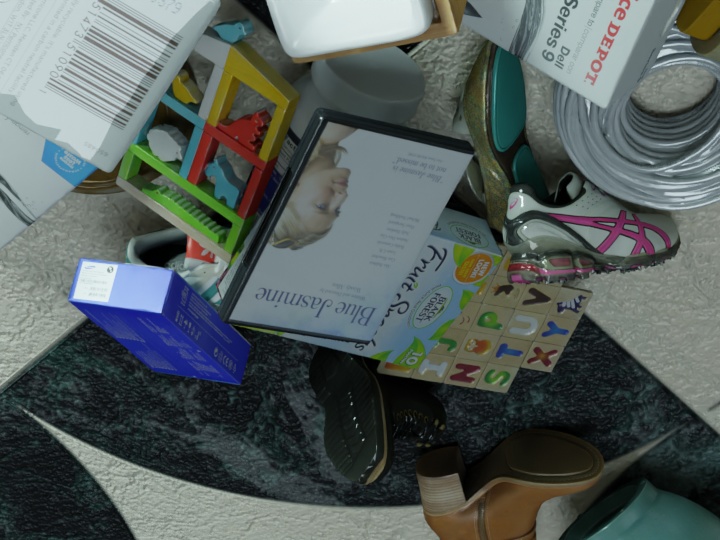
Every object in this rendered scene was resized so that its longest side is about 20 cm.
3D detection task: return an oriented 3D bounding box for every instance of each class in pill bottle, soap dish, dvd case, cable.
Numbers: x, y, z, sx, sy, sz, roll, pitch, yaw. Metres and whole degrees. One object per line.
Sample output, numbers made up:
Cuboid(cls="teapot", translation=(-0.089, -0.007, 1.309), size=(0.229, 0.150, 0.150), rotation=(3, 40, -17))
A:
Cuboid(cls="pill bottle", translation=(-0.025, -0.095, 1.426), size=(0.115, 0.116, 0.201), rotation=(19, 127, -12))
Cuboid(cls="soap dish", translation=(-0.010, -0.265, 1.256), size=(0.156, 0.081, 0.202), rotation=(-4, 110, 38))
Cuboid(cls="dvd case", translation=(-0.013, -0.029, 1.322), size=(0.142, 0.018, 0.201), rotation=(9, 124, -31))
Cuboid(cls="cable", translation=(0.259, -0.145, 1.404), size=(0.198, 0.070, 0.201), rotation=(6, 129, -3))

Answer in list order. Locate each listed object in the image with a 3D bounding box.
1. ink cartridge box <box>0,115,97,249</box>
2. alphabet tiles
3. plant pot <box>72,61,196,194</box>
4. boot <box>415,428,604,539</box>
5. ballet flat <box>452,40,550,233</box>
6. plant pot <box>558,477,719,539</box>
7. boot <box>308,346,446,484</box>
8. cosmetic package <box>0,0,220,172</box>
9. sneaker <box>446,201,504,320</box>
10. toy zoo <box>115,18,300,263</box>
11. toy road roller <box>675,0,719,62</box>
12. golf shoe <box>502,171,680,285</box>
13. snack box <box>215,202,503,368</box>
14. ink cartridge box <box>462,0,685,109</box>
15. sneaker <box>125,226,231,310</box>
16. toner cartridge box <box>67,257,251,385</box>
Cuboid(cls="ink cartridge box", translation=(-0.319, -0.090, 1.440), size=(0.199, 0.068, 0.116), rotation=(-36, 119, 27))
Cuboid(cls="alphabet tiles", translation=(0.103, 0.041, 1.519), size=(0.198, 0.006, 0.167), rotation=(10, 128, -19))
Cuboid(cls="plant pot", translation=(-0.239, -0.142, 1.456), size=(0.198, 0.028, 0.201), rotation=(2, 129, 2))
Cuboid(cls="boot", translation=(0.163, 0.242, 1.716), size=(0.198, 0.074, 0.156), rotation=(-4, 128, 22))
Cuboid(cls="ballet flat", translation=(0.113, -0.111, 1.444), size=(0.070, 0.071, 0.201), rotation=(-11, 126, 11))
Cuboid(cls="plant pot", translation=(0.279, 0.295, 1.692), size=(0.200, 0.200, 0.135), rotation=(-37, 92, 27))
Cuboid(cls="boot", translation=(0.036, 0.144, 1.567), size=(0.138, 0.201, 0.078), rotation=(29, 113, -25))
Cuboid(cls="cosmetic package", translation=(-0.212, -0.216, 1.270), size=(0.164, 0.201, 0.165), rotation=(29, 114, -20))
Cuboid(cls="sneaker", translation=(0.040, -0.007, 1.529), size=(0.198, 0.078, 0.113), rotation=(-12, 124, -2))
Cuboid(cls="toy zoo", translation=(-0.125, -0.120, 1.398), size=(0.131, 0.020, 0.201), rotation=(35, 125, 15))
Cuboid(cls="toy road roller", translation=(0.330, -0.255, 1.270), size=(0.122, 0.147, 0.200), rotation=(15, 140, -19))
Cuboid(cls="golf shoe", translation=(0.205, -0.040, 1.455), size=(0.199, 0.093, 0.072), rotation=(-6, -178, -41))
Cuboid(cls="snack box", translation=(0.000, 0.000, 1.408), size=(0.199, 0.053, 0.143), rotation=(15, 126, -34))
Cuboid(cls="ink cartridge box", translation=(0.146, -0.239, 1.269), size=(0.199, 0.084, 0.147), rotation=(33, 129, 15))
Cuboid(cls="sneaker", translation=(-0.116, -0.004, 1.503), size=(0.198, 0.071, 0.093), rotation=(2, 164, 11))
Cuboid(cls="toner cartridge box", translation=(-0.177, 0.048, 1.521), size=(0.094, 0.044, 0.200), rotation=(9, 162, 19))
